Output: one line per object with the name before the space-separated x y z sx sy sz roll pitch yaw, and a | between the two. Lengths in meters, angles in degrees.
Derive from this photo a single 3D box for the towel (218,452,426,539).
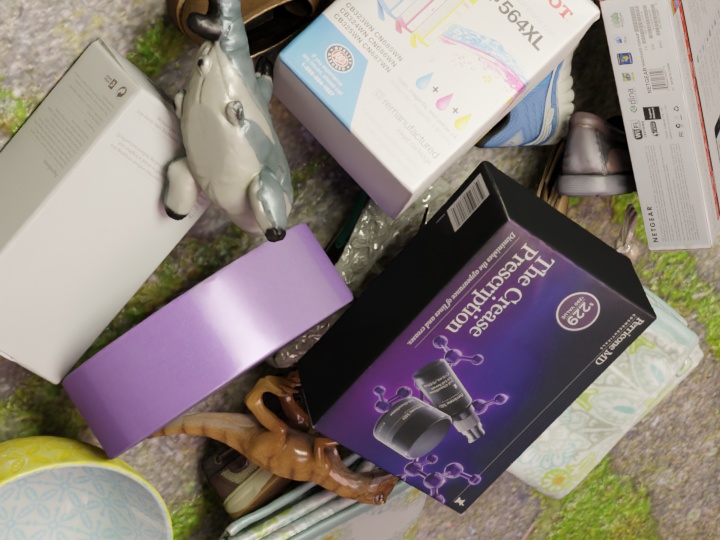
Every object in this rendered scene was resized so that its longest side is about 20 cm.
towel | -0.035 0.216 1.705 0.199 0.048 0.171 -25 153 -24

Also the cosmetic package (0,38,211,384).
cosmetic package | -0.190 -0.036 1.439 0.200 0.081 0.113 -47 134 4

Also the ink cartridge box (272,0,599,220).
ink cartridge box | 0.055 -0.154 1.439 0.200 0.129 0.125 -44 179 -8

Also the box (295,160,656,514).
box | 0.076 0.048 1.452 0.141 0.079 0.200 30 113 -30

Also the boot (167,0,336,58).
boot | -0.025 -0.197 1.443 0.200 0.075 0.074 -31 131 -14

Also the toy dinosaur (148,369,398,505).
toy dinosaur | -0.069 0.118 1.559 0.199 0.060 0.107 19 114 7

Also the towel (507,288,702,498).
towel | 0.123 0.059 1.548 0.200 0.048 0.171 35 110 -22

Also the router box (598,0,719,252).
router box | 0.234 -0.143 1.570 0.180 0.049 0.201 -57 138 -54

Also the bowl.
bowl | -0.244 0.189 1.536 0.199 0.108 0.201 -17 128 -24

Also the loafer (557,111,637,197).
loafer | 0.200 -0.092 1.636 0.200 0.072 0.063 -15 103 -66

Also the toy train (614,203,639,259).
toy train | 0.179 0.024 1.689 0.200 0.055 0.151 71 31 -71

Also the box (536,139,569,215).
box | 0.133 0.022 1.655 0.021 0.164 0.201 12 119 8

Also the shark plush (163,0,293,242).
shark plush | -0.085 -0.110 1.390 0.083 0.091 0.201 -40 122 -47

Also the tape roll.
tape roll | -0.104 0.048 1.480 0.200 0.066 0.200 -33 178 -1

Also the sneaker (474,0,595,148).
sneaker | 0.110 -0.168 1.551 0.089 0.079 0.201 -18 129 -26

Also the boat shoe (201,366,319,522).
boat shoe | -0.046 0.104 1.623 0.200 0.065 0.073 -47 170 14

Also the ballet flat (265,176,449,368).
ballet flat | 0.000 0.000 1.589 0.072 0.072 0.200 21 108 -41
